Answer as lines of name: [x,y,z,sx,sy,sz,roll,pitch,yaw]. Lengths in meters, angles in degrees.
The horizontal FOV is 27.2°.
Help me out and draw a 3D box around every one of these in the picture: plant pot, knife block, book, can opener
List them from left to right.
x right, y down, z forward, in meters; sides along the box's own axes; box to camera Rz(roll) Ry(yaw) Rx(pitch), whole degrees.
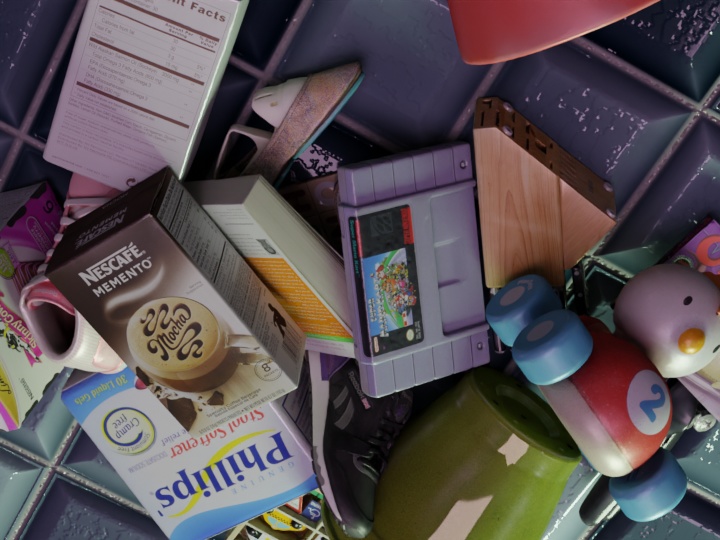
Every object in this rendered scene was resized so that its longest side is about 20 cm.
book: [-0.077,-0.001,1.291,0.133,0.048,0.200,0,142,46]
plant pot: [0.098,0.199,1.375,0.200,0.200,0.193,32,107,-11]
knife block: [0.130,-0.027,1.296,0.200,0.064,0.176,37,117,-14]
plant pot: [0.135,-0.271,1.093,0.200,0.200,0.178,-18,105,17]
can opener: [0.269,0.163,1.396,0.063,0.079,0.200,-4,129,-41]

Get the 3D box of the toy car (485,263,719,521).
toy car: [0.241,0.062,1.224,0.200,0.177,0.185,-36,109,3]

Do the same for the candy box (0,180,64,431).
candy box: [-0.309,0.031,1.308,0.061,0.200,0.137,-12,119,27]

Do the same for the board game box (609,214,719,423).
board game box: [0.330,0.063,1.309,0.120,0.032,0.200,-44,96,7]

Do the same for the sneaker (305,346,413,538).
sneaker: [0.005,0.136,1.330,0.087,0.201,0.076,-16,148,15]

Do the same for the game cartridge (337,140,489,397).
game cartridge: [0.047,-0.001,1.273,0.038,0.129,0.201,13,114,52]

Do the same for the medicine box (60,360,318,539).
medicine box: [-0.144,0.132,1.400,0.182,0.103,0.200,-27,109,21]

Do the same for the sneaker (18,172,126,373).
sneaker: [-0.241,-0.010,1.291,0.075,0.105,0.201,-1,87,26]

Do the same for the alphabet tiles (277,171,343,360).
alphabet tiles: [0.000,0.000,1.364,0.167,0.008,0.200,-14,118,16]

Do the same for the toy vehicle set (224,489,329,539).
toy vehicle set: [-0.023,0.280,1.518,0.200,0.027,0.124,30,119,-10]

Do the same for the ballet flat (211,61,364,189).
ballet flat: [-0.076,-0.114,1.275,0.067,0.068,0.200,35,117,-9]

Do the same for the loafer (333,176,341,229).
loafer: [0.037,0.001,1.318,0.072,0.063,0.200,-22,115,20]

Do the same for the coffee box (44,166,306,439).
coffee box: [-0.149,0.030,1.232,0.113,0.080,0.200,-28,117,21]

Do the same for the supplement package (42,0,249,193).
supplement package: [-0.169,-0.177,1.221,0.117,0.117,0.200,21,120,-5]
